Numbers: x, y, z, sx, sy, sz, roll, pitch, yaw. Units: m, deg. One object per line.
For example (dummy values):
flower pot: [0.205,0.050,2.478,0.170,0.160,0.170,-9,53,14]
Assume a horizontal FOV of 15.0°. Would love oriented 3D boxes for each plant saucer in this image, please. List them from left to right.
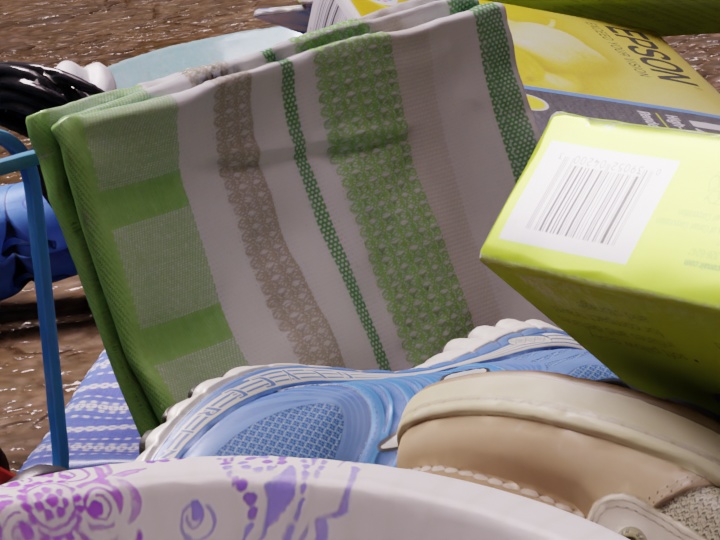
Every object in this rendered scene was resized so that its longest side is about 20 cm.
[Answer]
plant saucer: [-0.037,-0.084,1.335,0.200,0.039,0.201,-6,15,2]

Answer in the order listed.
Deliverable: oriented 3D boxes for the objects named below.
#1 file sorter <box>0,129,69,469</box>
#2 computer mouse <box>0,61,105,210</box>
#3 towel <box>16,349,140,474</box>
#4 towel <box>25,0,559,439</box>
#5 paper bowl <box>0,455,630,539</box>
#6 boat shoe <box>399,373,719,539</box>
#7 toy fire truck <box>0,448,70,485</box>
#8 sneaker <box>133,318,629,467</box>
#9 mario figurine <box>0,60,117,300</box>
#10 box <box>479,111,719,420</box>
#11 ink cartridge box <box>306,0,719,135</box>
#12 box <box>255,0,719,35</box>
file sorter: [-0.167,0.025,0.820,0.199,0.139,0.122,7,17,39]
computer mouse: [-0.093,-0.019,0.907,0.140,0.046,0.200,16,-12,36]
towel: [-0.028,0.031,0.954,0.144,0.024,0.200,-5,16,9]
towel: [0.000,0.000,0.814,0.031,0.150,0.200,-22,-1,41]
paper bowl: [-0.023,0.120,0.448,0.200,0.105,0.201,-1,24,0]
boat shoe: [0.081,0.077,0.615,0.200,0.072,0.065,17,71,36]
toy fire truck: [-0.085,0.107,0.555,0.200,0.141,0.049,31,-9,-33]
sneaker: [0.020,0.059,0.731,0.200,0.079,0.089,-19,18,-39]
mario figurine: [-0.079,-0.043,1.088,0.199,0.106,0.123,-9,14,-3]
box: [0.133,0.037,0.649,0.122,0.200,0.048,13,69,51]
ink cartridge box: [0.095,-0.052,1.019,0.199,0.047,0.198,5,20,-16]
box: [0.069,-0.127,1.171,0.199,0.048,0.122,-1,-5,30]
